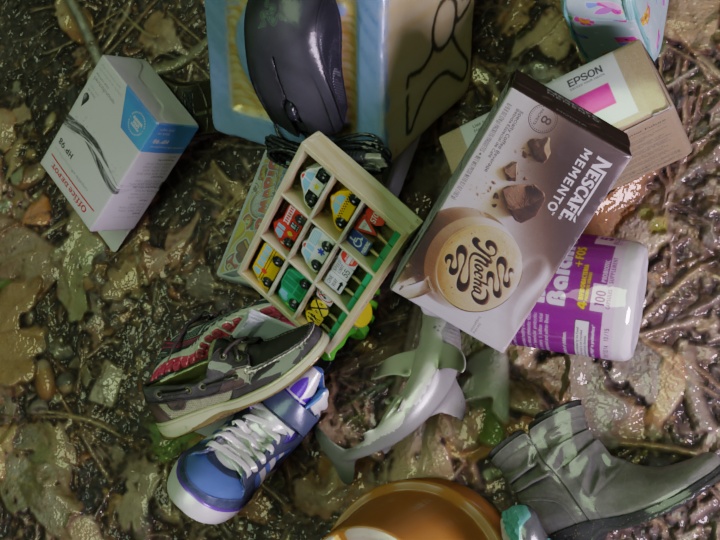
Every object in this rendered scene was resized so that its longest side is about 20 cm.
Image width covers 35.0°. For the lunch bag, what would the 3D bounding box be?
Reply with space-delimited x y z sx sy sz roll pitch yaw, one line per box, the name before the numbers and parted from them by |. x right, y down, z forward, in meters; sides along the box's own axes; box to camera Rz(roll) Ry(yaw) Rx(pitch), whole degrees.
lunch bag | 0.239 -0.285 1.046 0.077 0.200 0.161 8 82 21

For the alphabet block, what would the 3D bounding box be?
alphabet block | -0.015 -0.236 1.105 0.196 0.200 0.196 19 129 23

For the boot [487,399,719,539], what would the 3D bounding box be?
boot | 0.221 0.174 1.045 0.200 0.068 0.131 -28 74 18

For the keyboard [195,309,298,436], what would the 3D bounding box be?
keyboard | -0.132 0.110 1.169 0.200 0.056 0.011 -51 30 38

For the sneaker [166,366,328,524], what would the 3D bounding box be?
sneaker | -0.098 0.150 1.107 0.081 0.200 0.147 38 108 11

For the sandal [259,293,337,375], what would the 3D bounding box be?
sandal | -0.081 0.020 1.208 0.075 0.048 0.201 -24 72 17

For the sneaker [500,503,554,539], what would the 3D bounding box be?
sneaker | 0.187 0.274 1.007 0.091 0.200 0.078 -24 29 5

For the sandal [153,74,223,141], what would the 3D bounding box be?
sandal | -0.190 -0.185 1.283 0.199 0.055 0.082 -2 93 30

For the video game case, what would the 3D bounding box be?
video game case | -0.046 -0.068 1.184 0.182 0.023 0.201 12 77 37

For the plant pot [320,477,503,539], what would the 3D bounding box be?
plant pot | 0.034 0.291 1.040 0.199 0.183 0.201 -4 79 22

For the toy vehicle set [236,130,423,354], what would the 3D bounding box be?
toy vehicle set | -0.034 -0.020 1.059 0.124 0.027 0.200 41 138 7

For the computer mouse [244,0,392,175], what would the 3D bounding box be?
computer mouse | -0.053 -0.168 1.002 0.138 0.053 0.201 8 124 32

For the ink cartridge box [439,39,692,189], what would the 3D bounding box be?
ink cartridge box | 0.193 -0.116 1.055 0.199 0.165 0.075 -24 73 16

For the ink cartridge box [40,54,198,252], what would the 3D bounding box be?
ink cartridge box | -0.280 -0.125 1.274 0.116 0.067 0.200 49 119 21

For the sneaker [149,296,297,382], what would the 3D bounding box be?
sneaker | -0.148 0.071 1.191 0.200 0.081 0.075 -27 41 31

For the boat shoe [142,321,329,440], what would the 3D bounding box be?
boat shoe | -0.125 0.096 1.096 0.200 0.072 0.066 -29 105 19

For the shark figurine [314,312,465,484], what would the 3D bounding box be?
shark figurine | 0.057 0.137 1.120 0.215 0.089 0.128 -53 33 -2

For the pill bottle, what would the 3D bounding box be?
pill bottle | 0.161 0.016 1.067 0.199 0.112 0.113 8 84 18

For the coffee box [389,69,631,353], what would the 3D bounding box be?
coffee box | 0.124 -0.049 0.953 0.113 0.080 0.200 30 111 -1

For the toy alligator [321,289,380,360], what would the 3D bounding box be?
toy alligator | 0.000 0.000 1.179 0.059 0.054 0.201 -4 70 48
